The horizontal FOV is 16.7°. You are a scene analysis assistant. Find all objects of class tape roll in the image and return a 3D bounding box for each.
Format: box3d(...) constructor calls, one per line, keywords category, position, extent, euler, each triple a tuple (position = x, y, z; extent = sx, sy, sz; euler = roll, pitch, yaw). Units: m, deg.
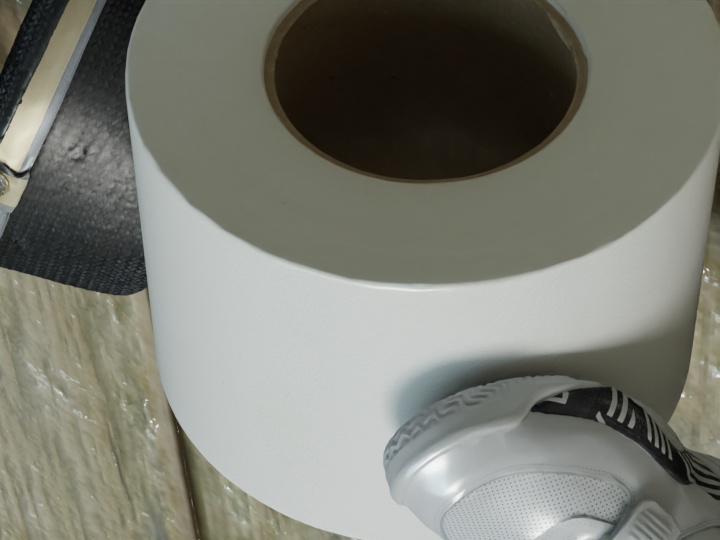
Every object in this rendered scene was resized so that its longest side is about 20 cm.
box3d(category="tape roll", position=(0.023, -0.024, 0.858), extent=(0.202, 0.203, 0.140), euler=(25, 143, 22))

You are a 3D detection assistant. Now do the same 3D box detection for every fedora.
box3d(category="fedora", position=(-0.097, -0.061, 0.973), extent=(0.091, 0.201, 0.201), euler=(24, 148, -7))

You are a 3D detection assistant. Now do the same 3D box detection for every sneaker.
box3d(category="sneaker", position=(0.095, 0.113, 0.788), extent=(0.200, 0.115, 0.075), euler=(27, 124, -34))
